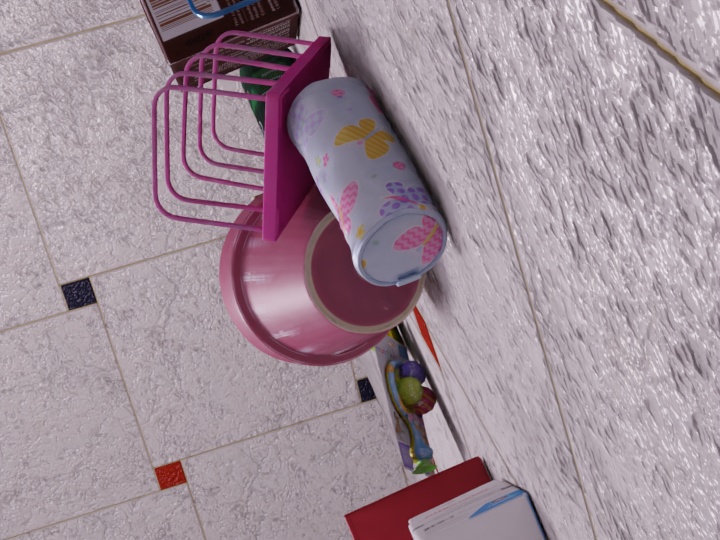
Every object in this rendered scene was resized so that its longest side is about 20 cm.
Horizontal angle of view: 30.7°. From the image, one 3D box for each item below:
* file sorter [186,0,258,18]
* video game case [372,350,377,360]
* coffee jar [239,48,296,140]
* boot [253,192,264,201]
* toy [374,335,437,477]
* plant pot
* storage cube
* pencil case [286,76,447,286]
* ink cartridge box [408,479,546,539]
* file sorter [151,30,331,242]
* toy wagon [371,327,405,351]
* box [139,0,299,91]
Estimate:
[{"bbox_3d":[-0.127,-0.339,1.119,0.200,0.122,0.139,72,173,-52],"label":"file sorter"},{"bbox_3d":[0.036,0.112,2.160,0.200,0.036,0.182,-124,12,-71],"label":"video game case"},{"bbox_3d":[-0.092,-0.197,1.755,0.104,0.085,0.201,73,173,-58],"label":"coffee jar"},{"bbox_3d":[-0.066,-0.073,1.670,0.201,0.143,0.071,75,172,-67],"label":"boot"},{"bbox_3d":[0.075,0.181,1.808,0.115,0.047,0.201,32,-136,-59],"label":"toy"},{"bbox_3d":[-0.026,-0.001,1.323,0.201,0.199,0.179,67,161,-6],"label":"plant pot"},{"bbox_3d":[0.103,0.359,1.575,0.171,0.179,0.201,74,171,-63],"label":"storage cube"},{"bbox_3d":[0.002,-0.078,1.108,0.200,0.083,0.091,-117,25,-43],"label":"pencil case"},{"bbox_3d":[0.117,0.272,1.342,0.200,0.115,0.067,102,143,-85],"label":"ink cartridge box"},{"bbox_3d":[-0.112,-0.137,1.252,0.200,0.125,0.140,-63,-21,-63],"label":"file sorter"},{"bbox_3d":[0.035,0.099,1.937,0.155,0.039,0.201,39,-154,-75],"label":"toy wagon"},{"bbox_3d":[-0.178,-0.332,1.565,0.200,0.164,0.167,172,74,-87],"label":"box"}]
